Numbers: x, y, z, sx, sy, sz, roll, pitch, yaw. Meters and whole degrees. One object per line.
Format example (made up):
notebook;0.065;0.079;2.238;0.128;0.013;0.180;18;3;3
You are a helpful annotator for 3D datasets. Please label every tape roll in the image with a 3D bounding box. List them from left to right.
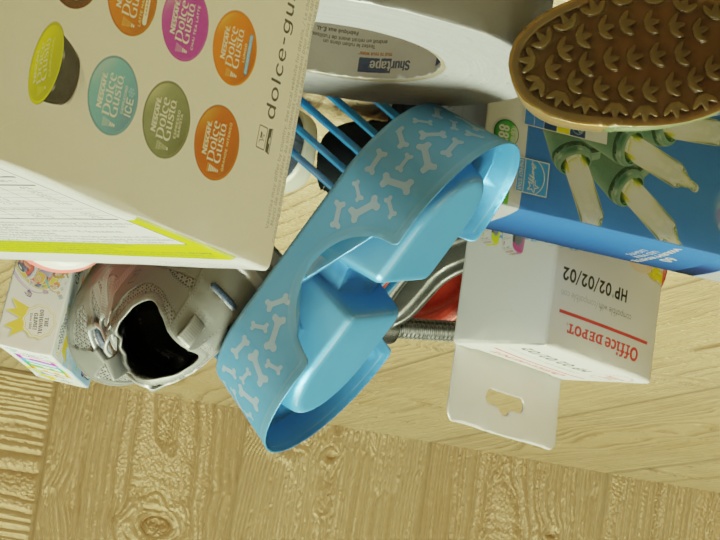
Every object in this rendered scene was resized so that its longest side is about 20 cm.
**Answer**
tape roll;-0.007;-0.135;1.317;0.199;0.067;0.200;7;171;1

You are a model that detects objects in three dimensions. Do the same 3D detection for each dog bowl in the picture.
dog bowl;0.000;0.000;1.394;0.050;0.200;0.111;42;-164;16

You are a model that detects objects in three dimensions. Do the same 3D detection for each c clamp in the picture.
c clamp;0.071;0.023;1.738;0.199;0.027;0.171;0;142;-29

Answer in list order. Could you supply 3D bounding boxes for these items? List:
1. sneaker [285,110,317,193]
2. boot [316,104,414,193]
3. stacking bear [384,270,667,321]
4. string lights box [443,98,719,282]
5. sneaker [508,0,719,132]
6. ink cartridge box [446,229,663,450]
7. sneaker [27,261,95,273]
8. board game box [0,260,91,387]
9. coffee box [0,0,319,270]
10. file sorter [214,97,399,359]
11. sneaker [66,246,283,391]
sneaker;-0.125;-0.079;1.750;0.199;0.075;0.084;-11;161;38
boot;0.034;-0.065;1.662;0.167;0.077;0.200;-3;170;39
stacking bear;0.122;-0.010;1.850;0.199;0.122;0.113;4;-179;-39
string lights box;0.142;-0.062;1.502;0.199;0.103;0.059;12;167;-23
sneaker;0.169;-0.098;1.269;0.199;0.068;0.090;-12;171;5
ink cartridge box;0.117;-0.003;1.578;0.068;0.201;0.115;1;168;39
sneaker;-0.201;-0.078;1.437;0.200;0.074;0.087;39;170;-10
board game box;-0.157;-0.041;1.591;0.034;0.201;0.134;13;172;6
coffee box;-0.152;-0.120;1.118;0.199;0.201;0.197;3;169;34
file sorter;-0.045;-0.026;1.564;0.123;0.139;0.200;42;165;8
sneaker;-0.116;0.026;1.457;0.075;0.082;0.200;46;150;-7
